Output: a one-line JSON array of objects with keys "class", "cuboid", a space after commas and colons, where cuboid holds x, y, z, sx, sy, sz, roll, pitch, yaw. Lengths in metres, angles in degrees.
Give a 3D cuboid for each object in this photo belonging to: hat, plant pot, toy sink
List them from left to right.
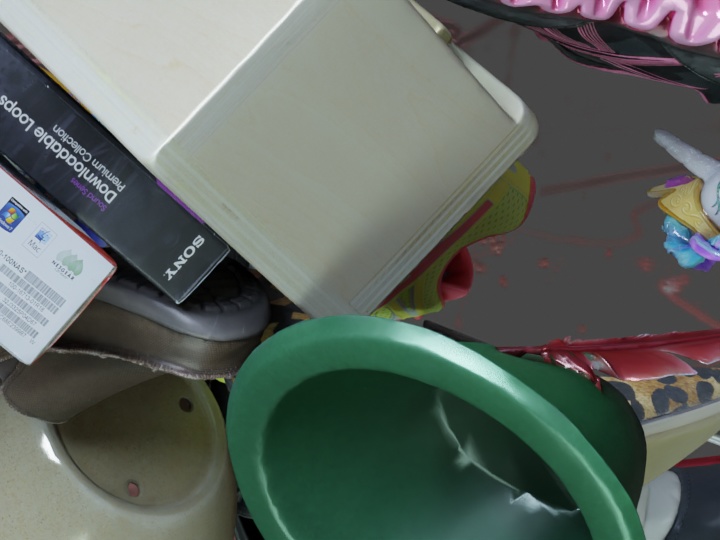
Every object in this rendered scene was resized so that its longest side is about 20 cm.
[{"class": "plant pot", "cuboid": [-0.132, 0.094, 1.321, 0.200, 0.201, 0.134, 25, 139, -23]}, {"class": "toy sink", "cuboid": [-0.024, -0.065, 1.095, 0.112, 0.130, 0.200, -46, 140, 0]}, {"class": "hat", "cuboid": [0.076, 0.047, 1.127, 0.199, 0.176, 0.166, 29, 137, 13]}]

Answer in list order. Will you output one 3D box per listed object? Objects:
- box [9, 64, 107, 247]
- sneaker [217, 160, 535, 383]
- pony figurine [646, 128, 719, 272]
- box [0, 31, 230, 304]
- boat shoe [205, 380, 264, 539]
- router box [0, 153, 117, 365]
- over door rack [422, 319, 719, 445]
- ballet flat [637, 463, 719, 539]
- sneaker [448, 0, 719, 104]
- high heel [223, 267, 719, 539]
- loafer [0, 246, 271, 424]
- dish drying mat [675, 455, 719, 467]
[{"class": "box", "cuboid": [-0.191, -0.060, 1.251, 0.200, 0.042, 0.119, 29, 140, -31]}, {"class": "sneaker", "cuboid": [0.000, 0.000, 1.266, 0.090, 0.078, 0.200, 23, 142, -24]}, {"class": "pony figurine", "cuboid": [0.224, -0.006, 1.178, 0.200, 0.167, 0.193, -29, 99, 45]}, {"class": "box", "cuboid": [-0.147, -0.077, 1.121, 0.200, 0.143, 0.036, 41, 90, -29]}, {"class": "boat shoe", "cuboid": [-0.044, 0.092, 1.412, 0.070, 0.066, 0.200, 3, 145, 7]}, {"class": "router box", "cuboid": [-0.198, -0.068, 1.064, 0.049, 0.179, 0.200, -49, 121, -2]}, {"class": "over door rack", "cuboid": [0.099, 0.067, 1.297, 0.199, 0.067, 0.148, 9, 178, -1]}, {"class": "ballet flat", "cuboid": [0.117, 0.135, 1.414, 0.073, 0.073, 0.200, 25, 144, -24]}, {"class": "sneaker", "cuboid": [0.076, -0.108, 1.111, 0.199, 0.079, 0.095, 17, 156, -11]}, {"class": "high heel", "cuboid": [0.048, 0.034, 1.203, 0.199, 0.143, 0.072, -18, 152, -17]}, {"class": "loafer", "cuboid": [-0.109, 0.026, 1.206, 0.073, 0.071, 0.200, -6, -171, -41]}, {"class": "dish drying mat", "cuboid": [0.144, 0.120, 1.459, 0.199, 0.018, 0.077, -8, 143, 21]}]
